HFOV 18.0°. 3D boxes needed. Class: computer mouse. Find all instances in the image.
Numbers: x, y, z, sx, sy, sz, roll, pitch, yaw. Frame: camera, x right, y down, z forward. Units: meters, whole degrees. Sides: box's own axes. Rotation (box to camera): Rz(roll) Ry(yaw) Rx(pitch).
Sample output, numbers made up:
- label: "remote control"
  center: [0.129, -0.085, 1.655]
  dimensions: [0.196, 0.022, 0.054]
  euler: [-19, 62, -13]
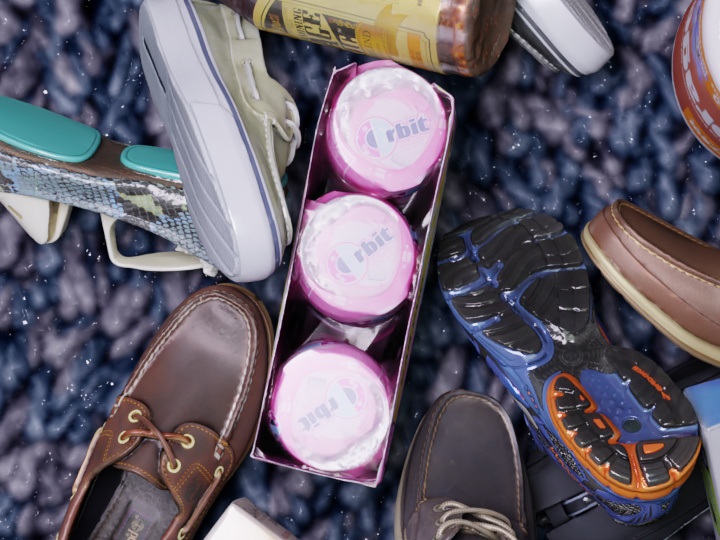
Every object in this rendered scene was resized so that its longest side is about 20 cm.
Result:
- label: "computer mouse"
  center: [0.140, 0.134, 1.155]
  dimensions: [0.199, 0.046, 0.141]
  euler: [-23, 86, 0]

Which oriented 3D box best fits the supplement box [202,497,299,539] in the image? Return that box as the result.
- label: "supplement box"
  center: [-0.020, 0.223, 1.142]
  dimensions: [0.199, 0.074, 0.126]
  euler: [36, 88, 3]

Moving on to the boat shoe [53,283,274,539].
- label: "boat shoe"
  center: [-0.102, 0.101, 1.143]
  dimensions: [0.070, 0.070, 0.201]
  euler: [23, 93, 10]

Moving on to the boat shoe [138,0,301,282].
- label: "boat shoe"
  center: [-0.061, -0.074, 1.113]
  dimensions: [0.062, 0.072, 0.201]
  euler: [-9, 45, -13]

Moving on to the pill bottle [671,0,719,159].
- label: "pill bottle"
  center: [0.207, -0.102, 1.087]
  dimensions: [0.111, 0.200, 0.113]
  euler: [0, 87, 2]

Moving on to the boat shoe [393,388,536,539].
- label: "boat shoe"
  center: [0.056, 0.147, 1.090]
  dimensions: [0.074, 0.073, 0.201]
  euler: [6, 64, -10]

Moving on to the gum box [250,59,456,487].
- label: "gum box"
  center: [0.000, 0.000, 1.131]
  dimensions: [0.066, 0.114, 0.202]
  euler: [12, 88, 2]

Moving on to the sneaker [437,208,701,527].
- label: "sneaker"
  center: [0.095, 0.050, 1.125]
  dimensions: [0.075, 0.079, 0.201]
  euler: [-21, 52, -12]

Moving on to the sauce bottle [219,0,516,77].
- label: "sauce bottle"
  center: [-0.023, -0.145, 1.128]
  dimensions: [0.199, 0.066, 0.067]
  euler: [16, 88, 24]

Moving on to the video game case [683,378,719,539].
- label: "video game case"
  center: [0.273, 0.116, 1.114]
  dimensions: [0.199, 0.046, 0.182]
  euler: [-16, 117, 1]

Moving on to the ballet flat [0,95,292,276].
- label: "ballet flat"
  center: [-0.135, -0.038, 1.164]
  dimensions: [0.199, 0.074, 0.075]
  euler: [16, 88, 6]

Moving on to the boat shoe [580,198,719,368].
- label: "boat shoe"
  center: [0.205, 0.017, 1.138]
  dimensions: [0.199, 0.072, 0.068]
  euler: [32, 114, -3]

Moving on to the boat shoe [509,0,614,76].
- label: "boat shoe"
  center: [0.042, -0.162, 1.167]
  dimensions: [0.200, 0.072, 0.071]
  euler: [45, 105, 7]
